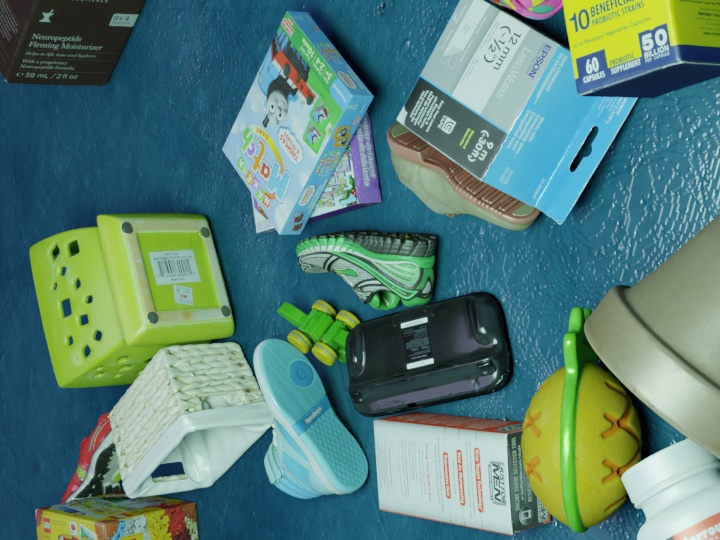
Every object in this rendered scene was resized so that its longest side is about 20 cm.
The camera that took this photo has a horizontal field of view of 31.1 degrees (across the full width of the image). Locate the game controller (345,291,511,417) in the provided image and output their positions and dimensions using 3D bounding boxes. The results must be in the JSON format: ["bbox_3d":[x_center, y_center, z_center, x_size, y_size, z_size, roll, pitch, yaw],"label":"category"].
[{"bbox_3d":[0.066,0.089,1.353,0.199,0.042,0.105,-16,68,34],"label":"game controller"}]

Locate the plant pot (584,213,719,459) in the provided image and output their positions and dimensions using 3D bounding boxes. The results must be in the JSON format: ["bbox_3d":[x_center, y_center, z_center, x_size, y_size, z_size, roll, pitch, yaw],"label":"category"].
[{"bbox_3d":[0.302,0.036,1.000,0.200,0.200,0.175,47,110,35],"label":"plant pot"}]

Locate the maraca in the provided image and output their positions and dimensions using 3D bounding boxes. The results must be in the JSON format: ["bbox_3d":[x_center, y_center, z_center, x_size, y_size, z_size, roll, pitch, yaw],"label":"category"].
[{"bbox_3d":[0.199,0.134,1.165,0.106,0.137,0.202,0,86,17],"label":"maraca"}]

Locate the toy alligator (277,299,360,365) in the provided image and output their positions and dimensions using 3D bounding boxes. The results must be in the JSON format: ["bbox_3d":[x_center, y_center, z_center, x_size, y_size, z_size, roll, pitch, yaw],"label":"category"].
[{"bbox_3d":[-0.017,0.086,1.472,0.199,0.059,0.054,22,156,39],"label":"toy alligator"}]

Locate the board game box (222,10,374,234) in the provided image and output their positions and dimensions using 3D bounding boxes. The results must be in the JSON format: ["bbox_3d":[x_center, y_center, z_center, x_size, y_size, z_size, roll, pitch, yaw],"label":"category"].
[{"bbox_3d":[-0.075,-0.165,1.458,0.152,0.036,0.201,54,131,31],"label":"board game box"}]

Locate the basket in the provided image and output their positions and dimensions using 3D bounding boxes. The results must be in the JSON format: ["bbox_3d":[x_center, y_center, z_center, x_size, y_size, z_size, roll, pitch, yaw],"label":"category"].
[{"bbox_3d":[-0.223,0.190,1.661,0.200,0.135,0.124,-46,56,42],"label":"basket"}]

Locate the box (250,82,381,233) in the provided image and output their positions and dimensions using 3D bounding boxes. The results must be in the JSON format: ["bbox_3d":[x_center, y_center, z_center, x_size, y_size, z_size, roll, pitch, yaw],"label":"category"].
[{"bbox_3d":[-0.060,-0.127,1.502,0.199,0.039,0.138,-12,85,50],"label":"box"}]

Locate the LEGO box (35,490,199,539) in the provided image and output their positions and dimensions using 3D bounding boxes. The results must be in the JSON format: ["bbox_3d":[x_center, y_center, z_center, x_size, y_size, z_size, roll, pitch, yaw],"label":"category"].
[{"bbox_3d":[-0.340,0.365,1.803,0.199,0.148,0.078,-4,91,49],"label":"LEGO box"}]

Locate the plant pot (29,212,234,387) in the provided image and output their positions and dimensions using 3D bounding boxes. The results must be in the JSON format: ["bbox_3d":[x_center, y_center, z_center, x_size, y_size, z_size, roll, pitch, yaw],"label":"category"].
[{"bbox_3d":[-0.286,0.028,1.673,0.181,0.199,0.201,-27,73,42],"label":"plant pot"}]

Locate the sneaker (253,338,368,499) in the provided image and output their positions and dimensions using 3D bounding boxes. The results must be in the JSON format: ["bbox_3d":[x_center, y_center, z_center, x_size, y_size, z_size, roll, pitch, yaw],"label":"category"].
[{"bbox_3d":[-0.088,0.184,1.511,0.130,0.079,0.201,-31,89,49],"label":"sneaker"}]

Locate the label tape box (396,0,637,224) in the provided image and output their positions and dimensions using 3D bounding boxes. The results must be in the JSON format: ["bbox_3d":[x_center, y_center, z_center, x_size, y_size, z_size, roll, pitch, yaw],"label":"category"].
[{"bbox_3d":[0.143,-0.155,1.214,0.200,0.066,0.144,41,107,41],"label":"label tape box"}]

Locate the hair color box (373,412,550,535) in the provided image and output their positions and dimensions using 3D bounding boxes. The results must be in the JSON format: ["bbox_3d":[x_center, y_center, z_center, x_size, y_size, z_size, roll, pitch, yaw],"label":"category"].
[{"bbox_3d":[0.101,0.205,1.333,0.199,0.061,0.102,-1,94,51],"label":"hair color box"}]

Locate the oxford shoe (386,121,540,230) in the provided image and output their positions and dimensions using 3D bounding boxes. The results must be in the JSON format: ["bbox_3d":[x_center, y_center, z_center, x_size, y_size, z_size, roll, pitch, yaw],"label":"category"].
[{"bbox_3d":[0.107,-0.085,1.305,0.200,0.071,0.074,39,148,39],"label":"oxford shoe"}]

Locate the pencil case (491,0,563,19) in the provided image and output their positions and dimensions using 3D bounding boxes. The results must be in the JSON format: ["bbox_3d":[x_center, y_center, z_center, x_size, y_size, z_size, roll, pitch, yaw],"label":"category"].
[{"bbox_3d":[0.126,-0.294,1.203,0.200,0.088,0.089,41,124,52],"label":"pencil case"}]

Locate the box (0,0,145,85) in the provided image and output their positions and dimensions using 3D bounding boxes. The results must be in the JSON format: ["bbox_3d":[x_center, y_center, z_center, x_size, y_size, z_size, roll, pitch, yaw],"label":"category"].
[{"bbox_3d":[-0.419,-0.386,1.799,0.200,0.165,0.165,-53,55,39],"label":"box"}]

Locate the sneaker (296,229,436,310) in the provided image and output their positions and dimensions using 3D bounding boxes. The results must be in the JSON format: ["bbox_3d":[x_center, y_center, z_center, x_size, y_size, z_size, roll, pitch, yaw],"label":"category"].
[{"bbox_3d":[0.000,0.000,1.416,0.199,0.078,0.086,7,100,49],"label":"sneaker"}]

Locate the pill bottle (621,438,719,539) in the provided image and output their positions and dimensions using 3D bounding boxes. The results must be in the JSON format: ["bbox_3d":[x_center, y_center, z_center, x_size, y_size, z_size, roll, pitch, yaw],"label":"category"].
[{"bbox_3d":[0.297,0.243,1.066,0.111,0.111,0.201,-46,61,42],"label":"pill bottle"}]

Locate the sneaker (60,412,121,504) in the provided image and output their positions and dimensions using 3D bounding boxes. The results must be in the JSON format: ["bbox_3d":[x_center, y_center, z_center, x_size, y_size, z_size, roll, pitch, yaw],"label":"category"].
[{"bbox_3d":[-0.393,0.291,1.931,0.201,0.077,0.085,-55,43,29],"label":"sneaker"}]

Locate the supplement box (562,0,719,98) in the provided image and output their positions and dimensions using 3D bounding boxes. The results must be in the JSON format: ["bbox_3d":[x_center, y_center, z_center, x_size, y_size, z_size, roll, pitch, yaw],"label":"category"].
[{"bbox_3d":[0.239,-0.255,1.080,0.108,0.109,0.202,-14,83,49],"label":"supplement box"}]
